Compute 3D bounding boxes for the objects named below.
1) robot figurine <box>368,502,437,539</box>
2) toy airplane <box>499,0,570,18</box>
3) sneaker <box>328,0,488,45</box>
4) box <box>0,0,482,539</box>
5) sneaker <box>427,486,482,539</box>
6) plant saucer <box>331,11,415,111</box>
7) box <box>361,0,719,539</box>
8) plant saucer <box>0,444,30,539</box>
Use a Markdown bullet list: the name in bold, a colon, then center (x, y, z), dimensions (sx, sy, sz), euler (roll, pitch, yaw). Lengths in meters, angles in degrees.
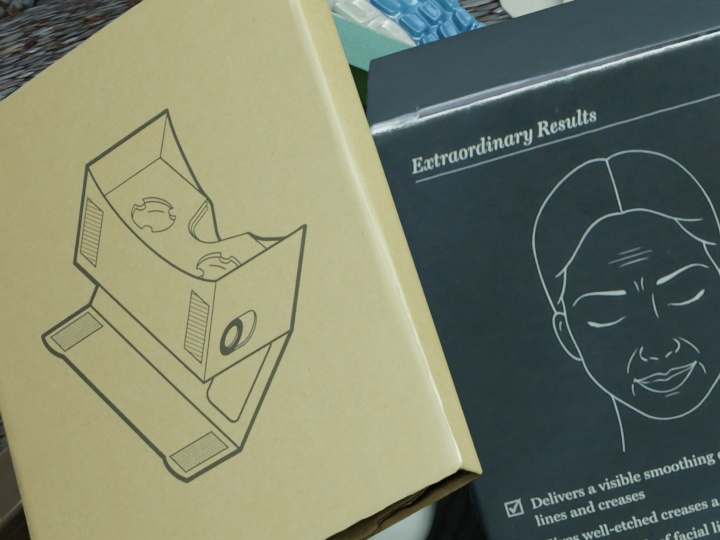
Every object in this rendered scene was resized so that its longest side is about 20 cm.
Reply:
- **robot figurine**: center (-0.041, 0.025, 0.907), dimensions (0.125, 0.200, 0.150), euler (-11, -17, 9)
- **toy airplane**: center (0.111, -0.051, 1.268), dimensions (0.199, 0.141, 0.200), euler (-36, 43, -1)
- **sneaker**: center (0.031, -0.079, 1.194), dimensions (0.075, 0.200, 0.087), euler (-25, -28, -22)
- **box**: center (-0.056, 0.009, 0.832), dimensions (0.163, 0.200, 0.021), euler (-32, -28, 29)
- **sneaker**: center (-0.019, 0.081, 1.023), dimensions (0.200, 0.075, 0.105), euler (-20, 18, 8)
- **plant saucer**: center (-0.018, -0.076, 1.125), dimensions (0.070, 0.019, 0.200), euler (21, -12, -16)
- **box**: center (0.098, 0.012, 0.879), dimensions (0.148, 0.200, 0.107), euler (-15, 17, 6)
- **plant saucer**: center (-0.141, 0.099, 1.051), dimensions (0.200, 0.029, 0.200), euler (-42, 8, 7)
